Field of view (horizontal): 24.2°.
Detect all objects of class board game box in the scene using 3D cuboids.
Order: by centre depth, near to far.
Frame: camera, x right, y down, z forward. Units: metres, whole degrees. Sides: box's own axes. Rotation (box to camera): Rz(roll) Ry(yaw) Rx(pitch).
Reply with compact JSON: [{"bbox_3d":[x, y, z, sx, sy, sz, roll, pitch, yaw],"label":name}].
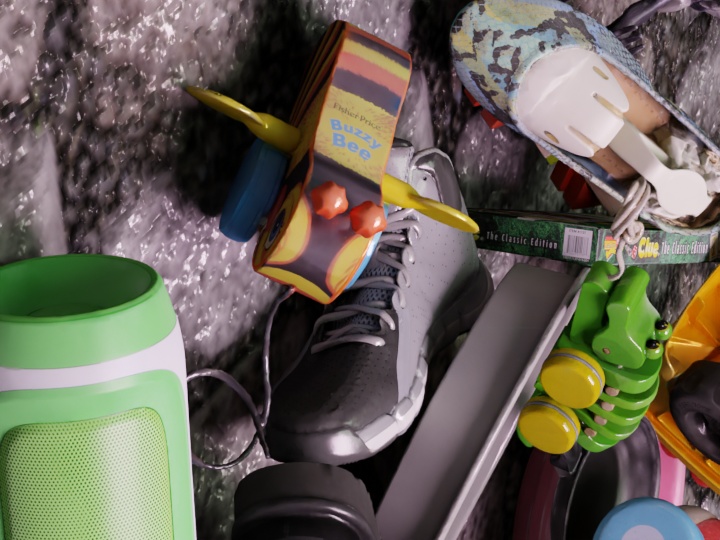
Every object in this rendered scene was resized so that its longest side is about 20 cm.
[{"bbox_3d":[0.127,-0.020,0.948,0.199,0.104,0.024,-1,101,-59],"label":"board game box"}]

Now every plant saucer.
[{"bbox_3d":[0.153,0.159,1.094,0.200,0.050,0.203,-21,115,-55],"label":"plant saucer"}]

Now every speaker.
[{"bbox_3d":[-0.103,0.101,0.621,0.088,0.088,0.202,-27,121,-53],"label":"speaker"}]

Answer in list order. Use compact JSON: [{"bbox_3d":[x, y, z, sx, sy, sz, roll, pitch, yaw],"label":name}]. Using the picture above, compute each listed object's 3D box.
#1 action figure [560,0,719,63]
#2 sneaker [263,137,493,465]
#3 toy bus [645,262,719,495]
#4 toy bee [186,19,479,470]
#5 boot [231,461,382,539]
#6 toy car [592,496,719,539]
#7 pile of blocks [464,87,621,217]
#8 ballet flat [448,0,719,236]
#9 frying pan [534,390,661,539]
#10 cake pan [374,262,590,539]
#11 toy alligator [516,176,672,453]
[{"bbox_3d":[0.188,-0.200,1.003,0.200,0.101,0.120,-51,127,-37],"label":"action figure"},{"bbox_3d":[0.000,0.000,0.788,0.200,0.074,0.117,-48,133,-56],"label":"sneaker"},{"bbox_3d":[0.261,0.101,1.019,0.136,0.200,0.192,-44,170,-24],"label":"toy bus"},{"bbox_3d":[-0.008,-0.026,0.698,0.129,0.109,0.202,5,69,-23],"label":"toy bee"},{"bbox_3d":[-0.013,0.200,0.712,0.212,0.079,0.159,65,18,-48],"label":"boot"},{"bbox_3d":[0.193,0.252,0.920,0.177,0.200,0.184,-47,152,0],"label":"toy car"},{"bbox_3d":[0.095,-0.101,0.931,0.062,0.082,0.200,-34,131,7],"label":"pile of blocks"},{"bbox_3d":[0.129,-0.076,0.864,0.199,0.074,0.075,27,74,-34],"label":"ballet flat"},{"bbox_3d":[0.124,0.132,0.963,0.189,0.031,0.116,17,85,-53],"label":"frying pan"},{"bbox_3d":[0.055,0.080,0.847,0.201,0.036,0.200,-60,171,-15],"label":"cake pan"},{"bbox_3d":[0.120,0.036,0.788,0.059,0.054,0.201,-56,169,-37],"label":"toy alligator"}]
